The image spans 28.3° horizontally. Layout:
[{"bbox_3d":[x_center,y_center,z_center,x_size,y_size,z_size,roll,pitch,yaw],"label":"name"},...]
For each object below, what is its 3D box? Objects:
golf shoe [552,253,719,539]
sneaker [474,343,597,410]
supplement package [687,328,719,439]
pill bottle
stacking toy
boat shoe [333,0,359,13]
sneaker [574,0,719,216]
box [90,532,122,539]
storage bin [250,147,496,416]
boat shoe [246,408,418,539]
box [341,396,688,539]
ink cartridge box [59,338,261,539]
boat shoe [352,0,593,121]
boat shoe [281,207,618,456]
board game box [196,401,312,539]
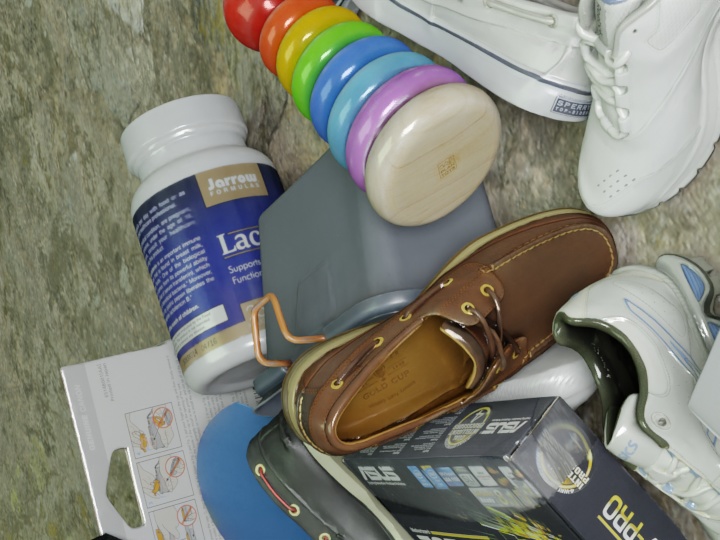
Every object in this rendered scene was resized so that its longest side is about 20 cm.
[{"bbox_3d":[0.158,0.091,0.684,0.201,0.097,0.078,62,144,22],"label":"golf shoe"},{"bbox_3d":[0.090,0.096,0.837,0.089,0.075,0.200,61,152,2],"label":"sneaker"},{"bbox_3d":[0.223,-0.002,0.527,0.110,0.113,0.201,47,137,38],"label":"supplement package"},{"bbox_3d":[-0.103,-0.020,1.051,0.116,0.115,0.201,-42,65,55],"label":"pill bottle"},{"bbox_3d":[-0.010,-0.114,0.804,0.200,0.085,0.086,48,138,35],"label":"stacking toy"},{"bbox_3d":[-0.030,-0.210,0.911,0.072,0.071,0.200,64,147,21],"label":"boat shoe"},{"bbox_3d":[0.132,-0.109,0.666,0.075,0.087,0.201,47,139,37],"label":"sneaker"},{"bbox_3d":[-0.134,0.311,0.993,0.192,0.047,0.201,21,94,14],"label":"box"},{"bbox_3d":[0.000,0.000,0.885,0.200,0.145,0.135,-39,57,56],"label":"storage bin"},{"bbox_3d":[0.013,0.163,0.878,0.063,0.074,0.202,-38,99,28],"label":"boat shoe"},{"bbox_3d":[0.093,0.141,0.770,0.161,0.049,0.200,50,157,-11],"label":"box"},{"bbox_3d":[-0.127,0.151,1.089,0.045,0.175,0.201,-23,80,63],"label":"ink cartridge box"},{"bbox_3d":[0.062,-0.150,0.786,0.200,0.072,0.066,45,125,47],"label":"boat shoe"},{"bbox_3d":[0.055,0.037,0.741,0.072,0.199,0.068,62,170,-15],"label":"boat shoe"},{"bbox_3d":[-0.022,0.164,1.018,0.199,0.039,0.159,17,128,21],"label":"board game box"}]
